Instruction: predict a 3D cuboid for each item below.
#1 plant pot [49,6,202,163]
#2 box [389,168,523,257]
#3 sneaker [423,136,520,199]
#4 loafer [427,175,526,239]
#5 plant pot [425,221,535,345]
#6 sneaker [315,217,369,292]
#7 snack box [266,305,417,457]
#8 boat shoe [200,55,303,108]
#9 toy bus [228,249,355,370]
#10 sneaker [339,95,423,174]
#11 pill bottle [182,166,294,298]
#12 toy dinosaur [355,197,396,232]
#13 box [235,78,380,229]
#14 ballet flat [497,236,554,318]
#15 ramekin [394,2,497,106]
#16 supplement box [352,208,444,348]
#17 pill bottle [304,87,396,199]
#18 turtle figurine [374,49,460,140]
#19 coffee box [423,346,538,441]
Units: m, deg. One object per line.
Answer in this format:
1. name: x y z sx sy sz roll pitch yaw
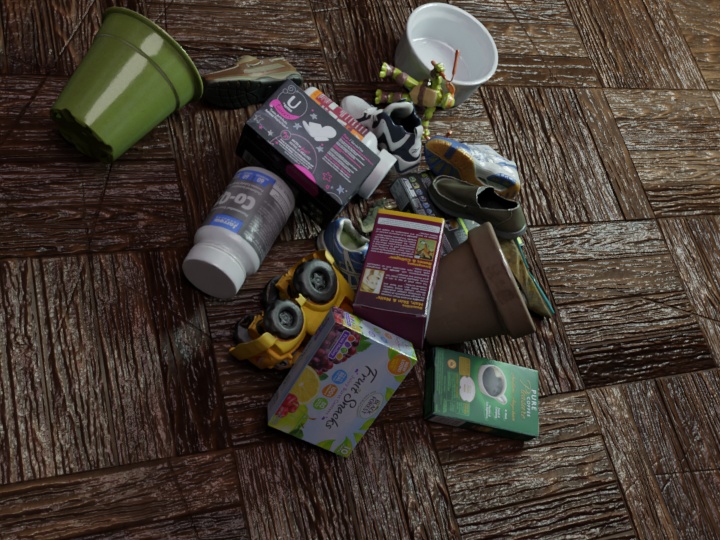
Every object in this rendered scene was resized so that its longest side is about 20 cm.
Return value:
1. plant pot: -0.388 -0.278 1.409 0.200 0.200 0.190 35 69 -3
2. box: 0.178 -0.101 1.632 0.193 0.048 0.201 -16 71 -32
3. sneaker: 0.205 -0.201 1.638 0.199 0.075 0.088 26 43 -17
4. loafer: 0.208 -0.127 1.555 0.200 0.070 0.075 28 50 27
5. plant pot: 0.175 0.043 1.464 0.174 0.200 0.201 -24 71 8
6. sneaker: 0.000 0.000 1.481 0.076 0.077 0.200 -34 82 -35
7. snack box: -0.030 0.168 1.303 0.142 0.200 0.053 25 22 -20
8. boat shoe: -0.200 -0.343 1.582 0.199 0.076 0.074 -12 64 -37
9. toy bus: -0.078 0.100 1.377 0.192 0.136 0.200 47 55 -15
10. sneaker: 0.044 -0.282 1.603 0.079 0.130 0.199 -22 61 -30
11. pill bottle: -0.194 -0.060 1.405 0.113 0.114 0.200 31 56 -6
12. toy dinosaur: 0.036 -0.073 1.526 0.088 0.047 0.200 53 20 -3
13. box: -0.087 -0.187 1.439 0.200 0.132 0.115 41 68 -2
14. ballet flat: 0.283 0.013 1.595 0.071 0.071 0.200 -46 116 -34
15. ramekin: 0.164 -0.425 1.763 0.200 0.098 0.201 11 60 -19
16. supplement box: 0.060 0.010 1.359 0.110 0.086 0.201 9 51 8
17. pill bottle: -0.040 -0.223 1.560 0.200 0.110 0.110 38 56 -1
18. turtle figurine: 0.115 -0.344 1.669 0.161 0.201 0.064 19 41 10
19. coffee box: 0.204 0.209 1.481 0.199 0.044 0.123 13 60 -17
